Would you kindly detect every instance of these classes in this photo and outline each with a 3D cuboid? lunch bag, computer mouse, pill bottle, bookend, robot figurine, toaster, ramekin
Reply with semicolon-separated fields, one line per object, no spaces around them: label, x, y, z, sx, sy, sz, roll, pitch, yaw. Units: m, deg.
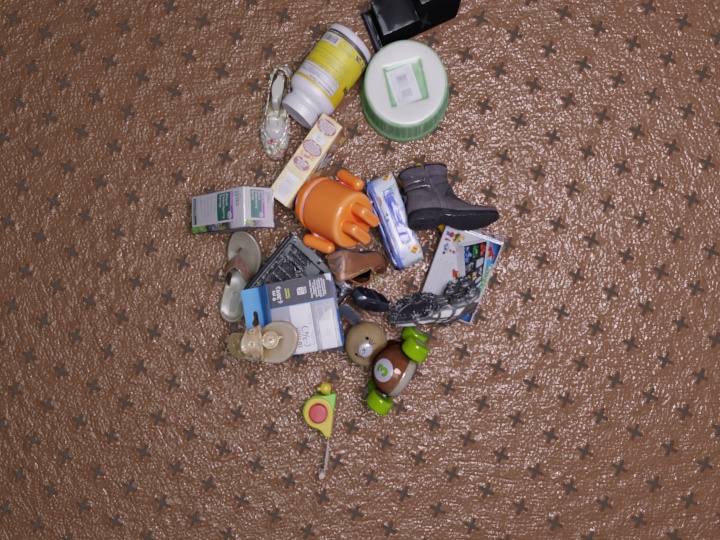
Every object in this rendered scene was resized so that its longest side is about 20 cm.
lunch bag;0.066;-0.103;1.338;0.074;0.160;0.204;-22;90;1
computer mouse;0.063;0.080;1.363;0.196;0.059;0.035;19;107;-25
pill bottle;-0.076;-0.406;1.361;0.112;0.112;0.202;37;87;2
bookend;0.103;-0.556;1.317;0.196;0.199;0.094;-24;91;3
robot figurine;-0.055;-0.118;1.300;0.198;0.115;0.147;28;126;39
toaster;-0.134;0.050;1.368;0.180;0.119;0.201;41;92;3
ramekin;0.095;-0.385;1.367;0.194;0.098;0.206;0;90;2

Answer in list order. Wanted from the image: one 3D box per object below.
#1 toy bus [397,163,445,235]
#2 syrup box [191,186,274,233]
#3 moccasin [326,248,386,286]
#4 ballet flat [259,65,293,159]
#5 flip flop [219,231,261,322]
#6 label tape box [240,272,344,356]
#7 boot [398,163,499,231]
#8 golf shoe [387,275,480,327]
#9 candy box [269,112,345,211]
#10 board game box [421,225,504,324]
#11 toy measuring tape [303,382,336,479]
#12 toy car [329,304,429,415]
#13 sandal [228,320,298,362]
toy bus;0.166;-0.132;1.366;0.065;0.078;0.201;-41;103;1
syrup box;-0.268;-0.123;1.340;0.197;0.080;0.081;-2;90;46
moccasin;0.001;0.000;1.325;0.072;0.201;0.080;-15;83;20
ballet flat;-0.185;-0.347;1.398;0.074;0.064;0.206;4;91;2
flip flop;-0.268;0.014;1.405;0.079;0.058;0.205;14;91;2
label tape box;-0.140;0.094;1.278;0.195;0.063;0.148;-10;89;2
boot;0.178;-0.153;1.279;0.195;0.070;0.135;1;66;-15
golf shoe;0.155;0.088;1.324;0.195;0.079;0.096;-16;134;2
candy box;-0.111;-0.226;1.369;0.055;0.115;0.202;36;92;1
board game box;0.208;0.004;1.353;0.123;0.035;0.204;19;117;2
toy measuring tape;-0.095;0.343;1.393;0.072;0.074;0.206;7;90;2
toy car;0.018;0.163;1.335;0.198;0.158;0.166;34;101;-4
sandal;-0.209;0.147;1.243;0.209;0.069;0.080;-11;89;44
